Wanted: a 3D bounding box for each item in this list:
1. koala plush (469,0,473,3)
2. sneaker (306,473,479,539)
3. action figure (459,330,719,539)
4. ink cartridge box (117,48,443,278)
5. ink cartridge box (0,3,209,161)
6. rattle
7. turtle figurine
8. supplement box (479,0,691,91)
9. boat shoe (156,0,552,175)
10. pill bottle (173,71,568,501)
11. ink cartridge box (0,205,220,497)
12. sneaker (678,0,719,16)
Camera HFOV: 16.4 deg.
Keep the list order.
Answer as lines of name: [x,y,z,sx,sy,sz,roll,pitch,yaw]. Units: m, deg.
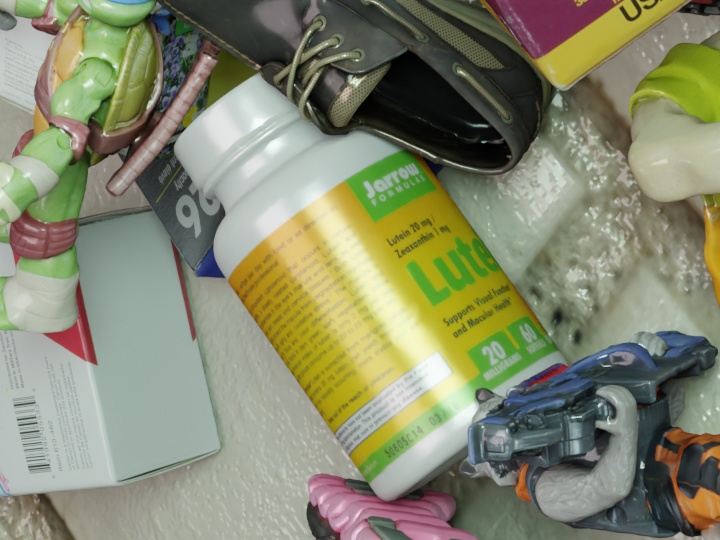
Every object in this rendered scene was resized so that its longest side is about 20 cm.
koala plush: [0.024,-0.231,1.106,0.177,0.184,0.200,38,136,32]
sneaker: [0.011,0.156,1.207,0.200,0.079,0.096,-129,46,-81]
action figure: [0.120,0.094,1.061,0.193,0.200,0.105,16,108,35]
ink cartridge box: [-0.053,-0.092,1.291,0.200,0.047,0.198,57,132,20]
ink cartridge box: [-0.124,-0.166,1.259,0.109,0.050,0.200,24,121,27]
rattle: [0.219,-0.053,1.020,0.200,0.130,0.143,-21,97,19]
turtle figurine: [-0.178,-0.073,1.201,0.144,0.200,0.194,44,139,32]
supplement box: [0.048,-0.188,0.950,0.200,0.103,0.131,53,-176,-28]
boat shoe: [-0.003,-0.103,1.143,0.200,0.073,0.075,20,129,-10]
pill bottle: [0.000,0.000,1.194,0.200,0.111,0.111,55,132,7]
ink cartridge box: [-0.188,0.050,1.429,0.200,0.083,0.146,-9,94,45]
sneaker: [0.173,-0.174,1.014,0.200,0.079,0.096,-16,65,52]
